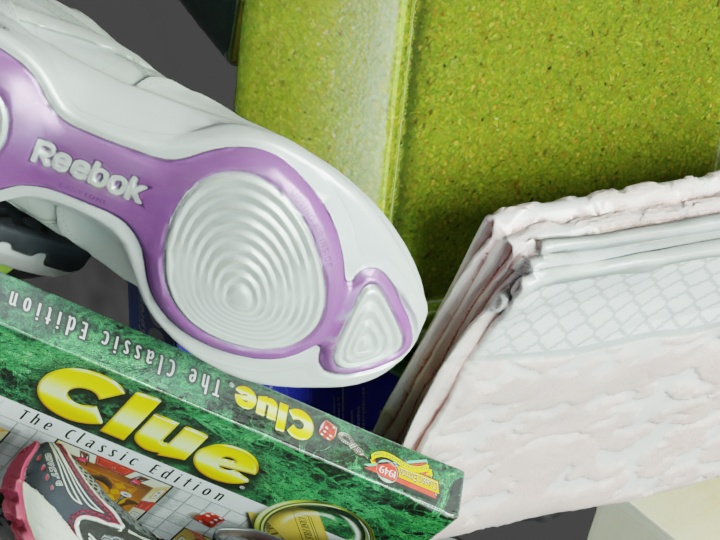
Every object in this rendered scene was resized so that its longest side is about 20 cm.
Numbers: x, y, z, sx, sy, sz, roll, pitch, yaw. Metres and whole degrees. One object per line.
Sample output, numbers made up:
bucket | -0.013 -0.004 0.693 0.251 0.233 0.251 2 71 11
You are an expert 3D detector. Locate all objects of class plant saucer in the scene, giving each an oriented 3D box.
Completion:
plant saucer | 0.058 -0.059 0.880 0.200 0.048 0.200 -7 118 -28

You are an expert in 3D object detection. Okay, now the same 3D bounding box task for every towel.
towel | 0.106 0.028 0.916 0.200 0.032 0.191 -10 151 -23

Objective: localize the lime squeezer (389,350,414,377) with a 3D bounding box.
lime squeezer | 0.000 0.000 0.929 0.071 0.038 0.200 -38 126 -10

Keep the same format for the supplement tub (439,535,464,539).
supplement tub | 0.037 0.209 1.126 0.122 0.123 0.200 -32 135 -7

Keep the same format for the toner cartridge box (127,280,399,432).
toner cartridge box | -0.032 0.076 0.981 0.095 0.043 0.200 -7 105 -27

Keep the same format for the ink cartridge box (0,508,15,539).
ink cartridge box | -0.145 0.131 0.892 0.145 0.200 0.084 25 106 -43

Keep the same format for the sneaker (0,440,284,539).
sneaker | -0.028 0.114 0.874 0.200 0.081 0.075 34 88 -8

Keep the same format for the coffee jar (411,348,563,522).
coffee jar | 0.100 0.001 1.026 0.200 0.085 0.104 -44 135 5

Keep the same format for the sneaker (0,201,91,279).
sneaker | -0.178 -0.031 0.852 0.200 0.072 0.083 16 138 -39

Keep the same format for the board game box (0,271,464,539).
board game box | -0.077 0.057 0.885 0.200 0.023 0.105 24 139 -18

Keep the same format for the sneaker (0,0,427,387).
sneaker | -0.065 -0.038 0.829 0.200 0.100 0.075 31 110 -10

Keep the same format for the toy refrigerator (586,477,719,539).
toy refrigerator | 0.179 0.073 1.092 0.200 0.070 0.076 -36 154 -33

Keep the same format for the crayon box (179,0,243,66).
crayon box | 0.018 -0.168 0.862 0.127 0.051 0.200 -8 129 -27
